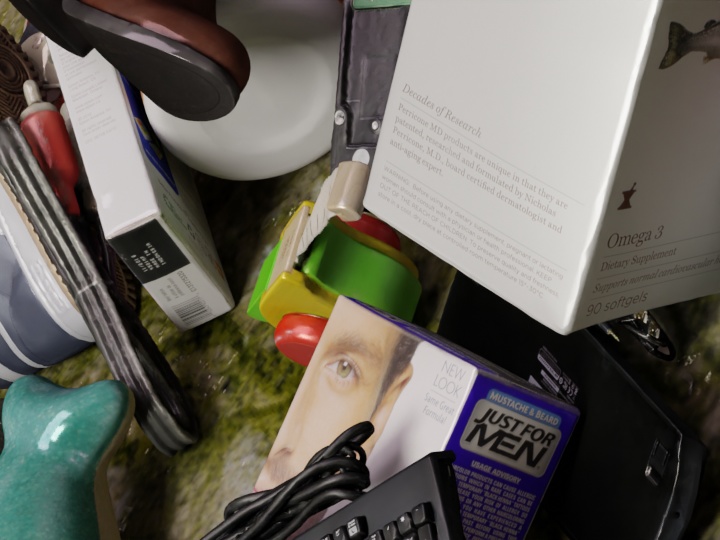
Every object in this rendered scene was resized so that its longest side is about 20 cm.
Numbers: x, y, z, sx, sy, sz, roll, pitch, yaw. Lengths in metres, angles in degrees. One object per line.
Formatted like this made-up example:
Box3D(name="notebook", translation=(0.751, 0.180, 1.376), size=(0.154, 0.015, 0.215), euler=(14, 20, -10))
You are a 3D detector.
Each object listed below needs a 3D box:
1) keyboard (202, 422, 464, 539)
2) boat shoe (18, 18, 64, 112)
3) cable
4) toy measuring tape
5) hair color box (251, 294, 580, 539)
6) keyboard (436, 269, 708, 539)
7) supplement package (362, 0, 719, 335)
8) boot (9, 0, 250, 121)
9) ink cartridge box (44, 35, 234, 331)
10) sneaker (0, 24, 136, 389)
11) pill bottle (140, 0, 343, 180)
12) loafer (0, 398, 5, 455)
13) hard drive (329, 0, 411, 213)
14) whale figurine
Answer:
Box3D(name="keyboard", translation=(-0.039, 0.130, 1.090), size=(0.200, 0.039, 0.105), euler=(-35, 50, 36))
Box3D(name="boat shoe", translation=(-0.164, -0.089, 1.513), size=(0.200, 0.071, 0.063), euler=(-53, 20, 17))
Box3D(name="cable", translation=(-0.124, -0.009, 1.361), size=(0.050, 0.097, 0.200), euler=(-33, 58, 3))
Box3D(name="toy measuring tape", translation=(0.000, 0.000, 1.219), size=(0.200, 0.073, 0.074), euler=(131, 159, -70))
Box3D(name="hair color box", translation=(-0.001, 0.123, 1.146), size=(0.109, 0.065, 0.201), euler=(26, 92, 55))
Box3D(name="keyboard", translation=(0.094, 0.043, 1.147), size=(0.200, 0.039, 0.105), euler=(50, 129, 52))
Box3D(name="supplement package", translation=(0.098, -0.096, 1.073), size=(0.117, 0.117, 0.201), euler=(33, 121, 37))
Box3D(name="boot", translation=(-0.053, -0.170, 1.286), size=(0.200, 0.068, 0.188), euler=(-49, 29, -7))
Box3D(name="ink cartridge box", translation=(-0.115, -0.075, 1.392), size=(0.037, 0.095, 0.201), euler=(-23, 55, 8))
Box3D(name="sneaker", translation=(-0.201, -0.035, 1.464), size=(0.108, 0.070, 0.201), euler=(-36, 76, 35))
Box3D(name="pill bottle", translation=(-0.066, -0.146, 1.405), size=(0.112, 0.112, 0.201), euler=(-42, 38, 21))
Box3D(name="loafer", translation=(-0.204, 0.156, 1.398), size=(0.201, 0.073, 0.071), euler=(-60, 5, -1))
Box3D(name="hard drive", translation=(0.054, -0.126, 1.245), size=(0.139, 0.038, 0.201), euler=(-1, 83, 42))
Box3D(name="whale figurine", translation=(-0.164, 0.140, 1.293), size=(0.158, 0.104, 0.201), euler=(3, 76, 41))
